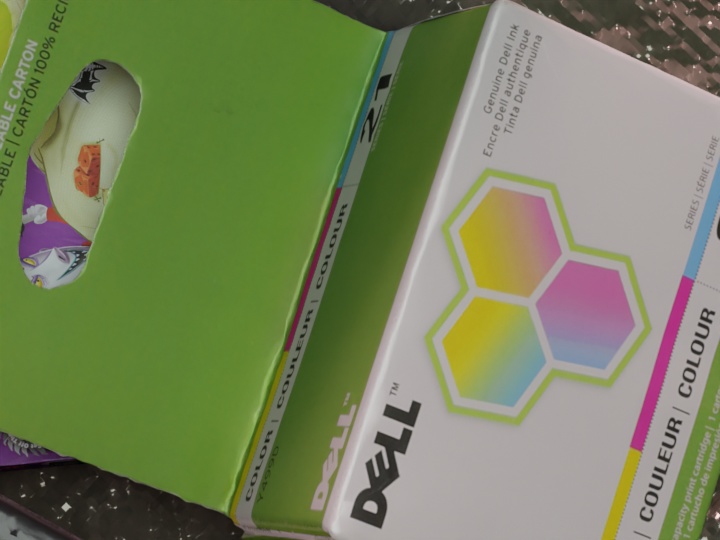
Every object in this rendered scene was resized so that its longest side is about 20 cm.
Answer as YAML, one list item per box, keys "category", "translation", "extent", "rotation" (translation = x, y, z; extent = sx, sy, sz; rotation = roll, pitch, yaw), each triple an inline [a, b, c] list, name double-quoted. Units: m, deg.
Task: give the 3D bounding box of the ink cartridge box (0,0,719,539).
- category: "ink cartridge box"
  translation: [0.000, 0.000, 0.744]
  extent: [0.199, 0.076, 0.149]
  rotation: [22, 79, -22]

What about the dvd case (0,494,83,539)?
- category: "dvd case"
  translation: [-0.066, 0.085, 0.687]
  extent: [0.142, 0.200, 0.018]
  rotation: [29, 77, -4]

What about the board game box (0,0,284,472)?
- category: "board game box"
  translation: [-0.087, -0.046, 0.792]
  extent: [0.119, 0.032, 0.202]
  rotation: [-6, 83, -4]
